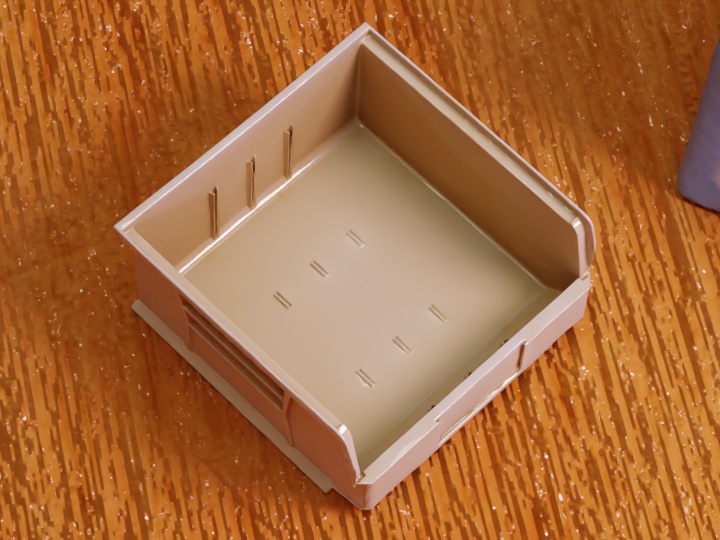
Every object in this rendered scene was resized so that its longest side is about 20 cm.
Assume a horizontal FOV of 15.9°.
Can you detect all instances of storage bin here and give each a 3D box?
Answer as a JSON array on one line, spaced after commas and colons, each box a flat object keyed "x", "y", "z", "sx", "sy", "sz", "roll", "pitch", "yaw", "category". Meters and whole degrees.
[{"x": 0.000, "y": 0.000, "z": 1.483, "sx": 0.200, "sy": 0.094, "sz": 0.198, "roll": -40, "pitch": 69, "yaw": -22, "category": "storage bin"}]

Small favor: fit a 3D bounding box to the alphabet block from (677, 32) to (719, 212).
[{"x": 0.323, "y": -0.127, "z": 1.513, "sx": 0.196, "sy": 0.196, "sz": 0.200, "roll": 27, "pitch": 62, "yaw": 10, "category": "alphabet block"}]
